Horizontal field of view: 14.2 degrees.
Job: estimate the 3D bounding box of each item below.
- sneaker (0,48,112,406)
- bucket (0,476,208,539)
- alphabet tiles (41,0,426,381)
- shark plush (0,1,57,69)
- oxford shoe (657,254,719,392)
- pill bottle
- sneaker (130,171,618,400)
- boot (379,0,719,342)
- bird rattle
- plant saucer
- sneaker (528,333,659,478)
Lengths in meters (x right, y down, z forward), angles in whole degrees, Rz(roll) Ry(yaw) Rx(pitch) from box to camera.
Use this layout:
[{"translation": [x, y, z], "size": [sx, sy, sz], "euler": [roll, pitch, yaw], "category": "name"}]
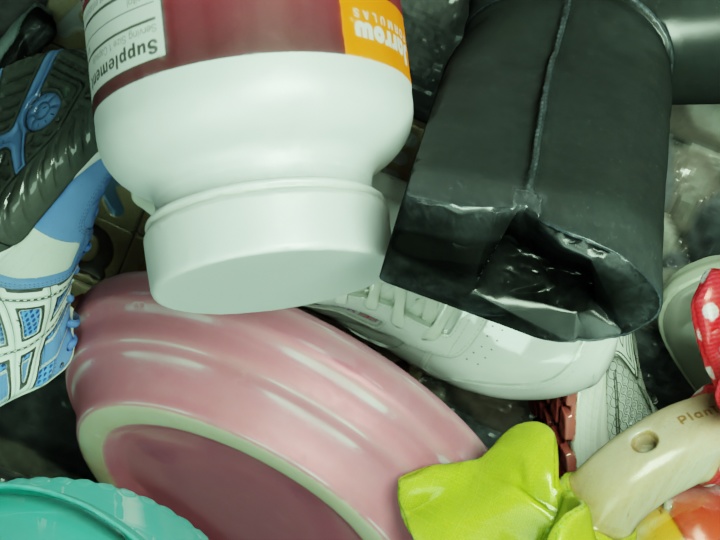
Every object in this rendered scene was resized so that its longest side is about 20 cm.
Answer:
[{"translation": [-0.138, -0.005, 1.117], "size": [0.077, 0.076, 0.200], "euler": [21, 123, -34], "category": "sneaker"}, {"translation": [-0.125, 0.188, 1.132], "size": [0.206, 0.135, 0.208], "euler": [-2, 117, -3], "category": "bucket"}, {"translation": [-0.056, -0.016, 1.180], "size": [0.199, 0.008, 0.168], "euler": [24, 122, -2], "category": "alphabet tiles"}, {"translation": [-0.197, -0.035, 1.165], "size": [0.200, 0.091, 0.083], "euler": [-48, 67, 37], "category": "shark plush"}, {"translation": [0.194, 0.072, 1.148], "size": [0.075, 0.058, 0.200], "euler": [-35, 106, 29], "category": "oxford shoe"}, {"translation": [-0.041, -0.092, 1.012], "size": [0.113, 0.113, 0.201], "euler": [-12, 76, 19], "category": "pill bottle"}, {"translation": [0.000, 0.000, 1.095], "size": [0.199, 0.100, 0.075], "euler": [25, 106, 11], "category": "sneaker"}, {"translation": [0.103, -0.050, 1.010], "size": [0.164, 0.200, 0.066], "euler": [4, 121, 10], "category": "boot"}, {"translation": [0.118, 0.085, 1.090], "size": [0.200, 0.113, 0.163], "euler": [-39, 142, -13], "category": "bird rattle"}, {"translation": [-0.036, 0.080, 1.151], "size": [0.200, 0.051, 0.201], "euler": [24, 154, 12], "category": "plant saucer"}, {"translation": [0.119, 0.087, 1.174], "size": [0.082, 0.078, 0.201], "euler": [-18, 116, -3], "category": "sneaker"}]
